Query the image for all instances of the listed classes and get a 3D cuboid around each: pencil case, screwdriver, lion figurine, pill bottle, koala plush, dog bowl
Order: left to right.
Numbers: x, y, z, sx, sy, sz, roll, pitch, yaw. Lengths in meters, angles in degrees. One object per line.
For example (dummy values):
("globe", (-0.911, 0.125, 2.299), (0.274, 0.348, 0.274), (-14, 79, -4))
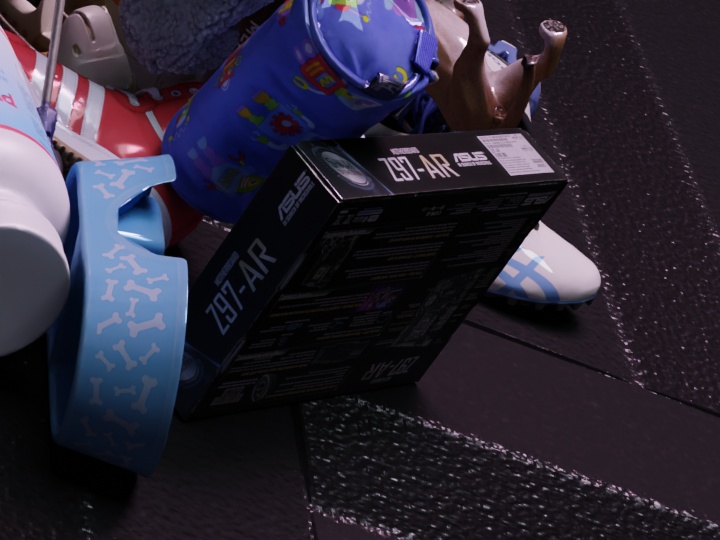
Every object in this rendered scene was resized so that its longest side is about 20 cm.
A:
("pill bottle", (-0.207, -0.048, 1.438), (0.109, 0.109, 0.200), (14, 30, -30))
("screwdriver", (-0.165, -0.102, 1.528), (0.028, 0.200, 0.029), (5, -14, 13))
("dog bowl", (-0.123, 0.017, 1.418), (0.049, 0.112, 0.200), (8, 31, -14))
("koala plush", (-0.044, -0.221, 1.624), (0.178, 0.184, 0.200), (67, 23, 4))
("pencil case", (-0.030, -0.091, 1.484), (0.087, 0.200, 0.078), (31, 58, -14))
("lion figurine", (0.056, -0.128, 1.723), (0.072, 0.123, 0.200), (0, 34, -20))

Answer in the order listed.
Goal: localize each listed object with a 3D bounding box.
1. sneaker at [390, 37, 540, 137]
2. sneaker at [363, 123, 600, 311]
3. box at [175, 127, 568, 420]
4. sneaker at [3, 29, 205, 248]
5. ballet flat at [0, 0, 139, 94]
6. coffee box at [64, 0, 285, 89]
("sneaker", (0.038, -0.125, 1.861), (0.199, 0.081, 0.115), (23, 25, -18))
("sneaker", (0.063, -0.041, 1.748), (0.200, 0.073, 0.072), (30, 24, -4))
("box", (0.000, 0.000, 1.507), (0.200, 0.160, 0.044), (-7, 51, -50))
("sneaker", (-0.156, -0.091, 1.593), (0.200, 0.071, 0.112), (44, 42, 11))
("ballet flat", (-0.184, -0.138, 1.670), (0.200, 0.067, 0.068), (41, 29, 20))
("coffee box", (-0.106, -0.172, 1.758), (0.200, 0.114, 0.080), (37, 27, 16))
